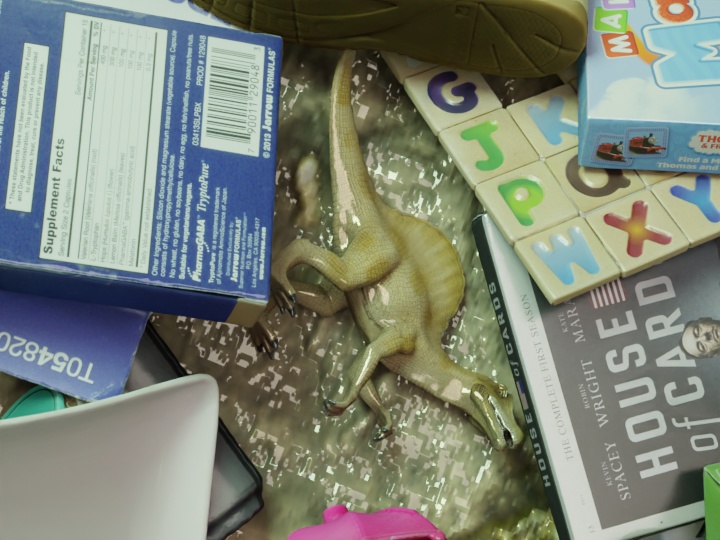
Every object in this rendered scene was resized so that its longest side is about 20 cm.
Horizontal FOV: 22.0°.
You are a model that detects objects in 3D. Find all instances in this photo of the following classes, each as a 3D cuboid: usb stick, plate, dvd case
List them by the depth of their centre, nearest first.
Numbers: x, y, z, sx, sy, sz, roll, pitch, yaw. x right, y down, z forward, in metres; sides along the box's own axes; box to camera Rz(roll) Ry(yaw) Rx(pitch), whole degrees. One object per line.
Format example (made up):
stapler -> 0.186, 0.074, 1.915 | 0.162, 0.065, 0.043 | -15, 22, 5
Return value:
plate -> -0.132, 0.145, 0.711 | 0.032, 0.199, 0.201 | 12, 101, 32
usb stick -> -0.116, 0.034, 0.801 | 0.055, 0.033, 0.201 | -36, 91, -13
dvd case -> 0.162, 0.025, 0.804 | 0.198, 0.025, 0.152 | -14, 82, -12

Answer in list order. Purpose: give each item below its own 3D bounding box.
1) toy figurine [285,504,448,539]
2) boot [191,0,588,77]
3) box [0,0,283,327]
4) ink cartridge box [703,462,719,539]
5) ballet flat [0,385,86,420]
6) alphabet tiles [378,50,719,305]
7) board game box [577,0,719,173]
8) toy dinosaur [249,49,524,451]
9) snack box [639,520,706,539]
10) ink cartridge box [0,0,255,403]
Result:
toy figurine -> 0.023, 0.183, 0.751 | 0.183, 0.151, 0.200 | 30, 65, 22
boot -> 0.009, -0.174, 0.811 | 0.198, 0.072, 0.156 | 13, 59, -2
box -> -0.132, -0.052, 0.731 | 0.198, 0.032, 0.122 | 9, 66, -16
ink cartridge box -> 0.206, 0.171, 0.781 | 0.103, 0.059, 0.202 | -11, 113, -9
ballet flat -> -0.161, 0.142, 0.773 | 0.064, 0.075, 0.201 | 37, 82, -36
alphabet tiles -> 0.129, -0.082, 0.825 | 0.199, 0.008, 0.168 | -22, 57, -16
board game box -> 0.195, -0.108, 0.818 | 0.198, 0.037, 0.152 | 2, 54, 2
toy dinosaur -> 0.000, 0.000, 0.826 | 0.101, 0.058, 0.201 | -26, 94, -27
snack box -> 0.189, 0.070, 0.844 | 0.141, 0.053, 0.202 | -7, 85, -9
ink cartridge box -> -0.158, -0.068, 0.771 | 0.198, 0.041, 0.201 | 20, 63, -8
